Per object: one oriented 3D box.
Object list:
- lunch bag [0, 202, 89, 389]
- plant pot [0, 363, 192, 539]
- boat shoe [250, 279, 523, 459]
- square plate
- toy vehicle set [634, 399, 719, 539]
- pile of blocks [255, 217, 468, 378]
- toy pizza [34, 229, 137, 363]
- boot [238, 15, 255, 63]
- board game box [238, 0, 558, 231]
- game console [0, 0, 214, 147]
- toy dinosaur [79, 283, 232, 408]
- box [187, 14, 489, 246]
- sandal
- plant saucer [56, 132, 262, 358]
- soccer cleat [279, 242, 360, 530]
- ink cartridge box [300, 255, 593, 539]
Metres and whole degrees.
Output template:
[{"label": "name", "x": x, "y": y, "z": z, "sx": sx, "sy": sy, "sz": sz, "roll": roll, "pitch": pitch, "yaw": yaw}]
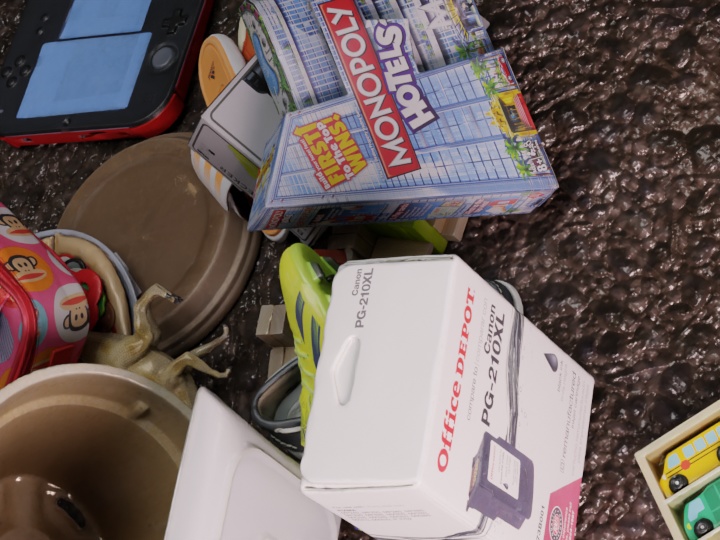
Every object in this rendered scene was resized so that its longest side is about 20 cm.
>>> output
[{"label": "lunch bag", "x": -0.274, "y": 0.065, "z": 1.515, "sx": 0.176, "sy": 0.082, "sz": 0.201, "roll": 42, "pitch": 124, "yaw": 26}, {"label": "plant pot", "x": -0.205, "y": 0.182, "z": 1.401, "sx": 0.183, "sy": 0.199, "sz": 0.202, "roll": -35, "pitch": 41, "yaw": 60}, {"label": "boat shoe", "x": 0.017, "y": 0.063, "z": 1.416, "sx": 0.200, "sy": 0.060, "sz": 0.076, "roll": -36, "pitch": 52, "yaw": 13}, {"label": "square plate", "x": -0.066, "y": 0.200, "z": 1.308, "sx": 0.028, "sy": 0.200, "sz": 0.199, "roll": -2, "pitch": 65, "yaw": 26}, {"label": "toy vehicle set", "x": 0.273, "y": 0.111, "z": 1.243, "sx": 0.199, "sy": 0.026, "sz": 0.125, "roll": -34, "pitch": 52, "yaw": 14}, {"label": "pile of blocks", "x": 0.000, "y": 0.000, "z": 1.460, "sx": 0.200, "sy": 0.062, "sz": 0.082, "roll": -52, "pitch": 50, "yaw": 0}, {"label": "toy pizza", "x": -0.246, "y": 0.066, "z": 1.580, "sx": 0.199, "sy": 0.032, "sz": 0.202, "roll": -9, "pitch": 74, "yaw": 34}, {"label": "boot", "x": -0.045, "y": -0.144, "z": 1.570, "sx": 0.107, "sy": 0.075, "sz": 0.201, "roll": -23, "pitch": 54, "yaw": 37}, {"label": "board game box", "x": 0.002, "y": -0.110, "z": 1.403, "sx": 0.199, "sy": 0.062, "sz": 0.201, "roll": -18, "pitch": 80, "yaw": -20}, {"label": "game console", "x": -0.212, "y": -0.186, "z": 1.719, "sx": 0.199, "sy": 0.031, "sz": 0.178, "roll": -1, "pitch": 65, "yaw": 33}, {"label": "toy dinosaur", "x": -0.161, "y": 0.059, "z": 1.493, "sx": 0.199, "sy": 0.058, "sz": 0.101, "roll": 30, "pitch": 88, "yaw": 18}, {"label": "box", "x": -0.014, "y": -0.130, "z": 1.469, "sx": 0.117, "sy": 0.060, "sz": 0.200, "roll": 41, "pitch": 69, "yaw": 0}, {"label": "sandal", "x": -0.102, "y": -0.097, "z": 1.548, "sx": 0.207, "sy": 0.059, "sz": 0.079, "roll": -118, "pitch": 33, "yaw": -41}, {"label": "plant saucer", "x": -0.164, "y": -0.020, "z": 1.602, "sx": 0.199, "sy": 0.029, "sz": 0.201, "roll": -15, "pitch": 60, "yaw": 26}, {"label": "soccer cleat", "x": -0.015, "y": 0.080, "z": 1.363, "sx": 0.083, "sy": 0.065, "sz": 0.201, "roll": -24, "pitch": 99, "yaw": 19}, {"label": "ink cartridge box", "x": 0.058, "y": 0.097, "z": 1.270, "sx": 0.084, "sy": 0.200, "sz": 0.146, "roll": -4, "pitch": 64, "yaw": 31}]
